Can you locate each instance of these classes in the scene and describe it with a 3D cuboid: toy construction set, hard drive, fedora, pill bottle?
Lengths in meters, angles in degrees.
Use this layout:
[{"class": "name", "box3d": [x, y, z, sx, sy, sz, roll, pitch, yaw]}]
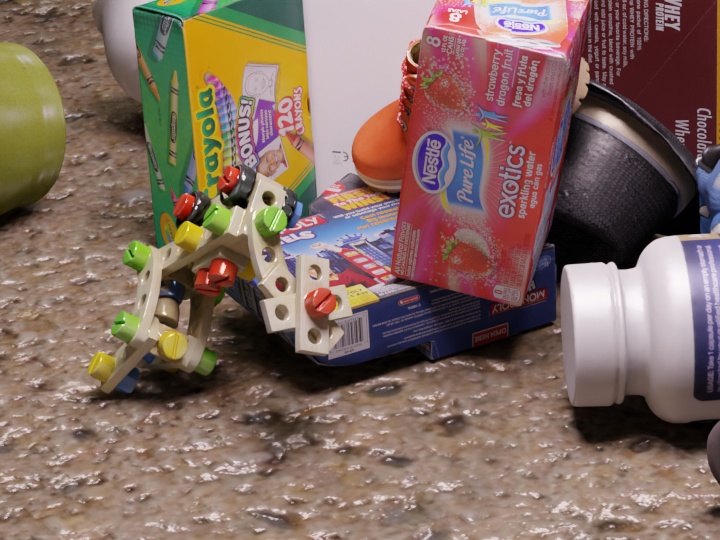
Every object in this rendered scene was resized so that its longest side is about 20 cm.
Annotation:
[{"class": "toy construction set", "box3d": [-0.091, 0.010, 1.527, 0.200, 0.092, 0.131, -11, 54, 44]}, {"class": "hard drive", "box3d": [0.024, -0.125, 1.759, 0.132, 0.200, 0.025, 6, 26, 18]}, {"class": "fedora", "box3d": [0.151, -0.060, 1.700, 0.200, 0.201, 0.092, 20, 64, 41]}, {"class": "pill bottle", "box3d": [0.230, 0.036, 1.484, 0.200, 0.120, 0.120, -3, 25, -1]}]

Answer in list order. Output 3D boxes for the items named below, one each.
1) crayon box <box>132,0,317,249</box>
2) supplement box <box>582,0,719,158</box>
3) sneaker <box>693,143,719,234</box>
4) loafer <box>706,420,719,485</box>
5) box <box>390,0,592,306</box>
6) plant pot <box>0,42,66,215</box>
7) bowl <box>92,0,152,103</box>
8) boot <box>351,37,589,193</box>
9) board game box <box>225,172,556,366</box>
[{"class": "crayon box", "box3d": [-0.098, -0.112, 1.747, 0.058, 0.200, 0.119, 19, 33, 41]}, {"class": "supplement box", "box3d": [0.200, -0.163, 1.824, 0.200, 0.198, 0.133, 1, 25, 11]}, {"class": "sneaker", "box3d": [0.267, -0.039, 1.606, 0.078, 0.089, 0.200, -2, -14, 3]}, {"class": "loafer", "box3d": [0.298, 0.104, 1.407, 0.200, 0.073, 0.071, -5, -5, -11]}, {"class": "box", "box3d": [0.084, -0.090, 1.534, 0.095, 0.200, 0.100, 14, 38, 8]}, {"class": "plant pot", "box3d": [-0.335, -0.102, 1.798, 0.193, 0.201, 0.200, -10, 23, -44]}, {"class": "bowl", "box3d": [-0.125, -0.170, 1.962, 0.201, 0.090, 0.201, 2, -19, 1]}, {"class": "boot", "box3d": [0.050, -0.123, 1.647, 0.200, 0.107, 0.075, -27, 50, 38]}, {"class": "board game box", "box3d": [0.000, 0.000, 1.658, 0.200, 0.062, 0.200, -16, 27, -26]}]
